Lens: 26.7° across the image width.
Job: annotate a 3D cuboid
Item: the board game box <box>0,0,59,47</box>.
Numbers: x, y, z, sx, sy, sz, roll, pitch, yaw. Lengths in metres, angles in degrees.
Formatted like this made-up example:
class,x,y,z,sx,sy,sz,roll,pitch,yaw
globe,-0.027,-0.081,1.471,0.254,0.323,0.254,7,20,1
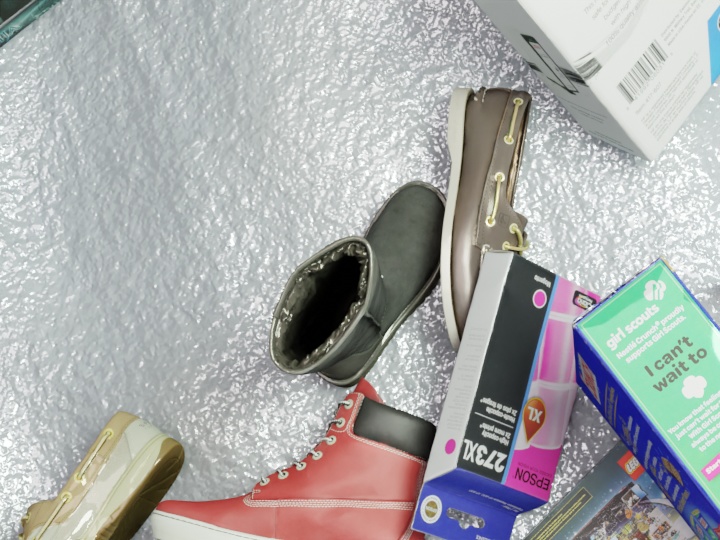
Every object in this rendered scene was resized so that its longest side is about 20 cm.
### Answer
class,x,y,z,sx,sy,sz,roll,pitch,yaw
board game box,-0.285,-0.279,1.267,0.199,0.028,0.136,-38,72,1

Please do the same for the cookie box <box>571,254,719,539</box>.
class,x,y,z,sx,sy,sz,roll,pitch,yaw
cookie box,0.221,0.108,0.956,0.075,0.171,0.201,-36,72,-2

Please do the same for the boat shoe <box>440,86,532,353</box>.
class,x,y,z,sx,sy,sz,roll,pitch,yaw
boat shoe,0.094,-0.039,1.111,0.059,0.072,0.203,-1,71,14

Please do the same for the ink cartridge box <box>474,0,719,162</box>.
class,x,y,z,sx,sy,sz,roll,pitch,yaw
ink cartridge box,0.175,-0.199,1.060,0.146,0.200,0.084,-51,37,-4

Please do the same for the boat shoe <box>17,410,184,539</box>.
class,x,y,z,sx,sy,sz,roll,pitch,yaw
boat shoe,-0.214,0.193,1.120,0.066,0.074,0.201,35,75,20

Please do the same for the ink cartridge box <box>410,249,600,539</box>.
class,x,y,z,sx,sy,sz,roll,pitch,yaw
ink cartridge box,0.103,0.096,1.065,0.037,0.094,0.203,6,76,54

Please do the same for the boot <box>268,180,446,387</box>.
class,x,y,z,sx,sy,sz,roll,pitch,yaw
boot,0.002,0.000,1.050,0.072,0.200,0.184,23,82,15

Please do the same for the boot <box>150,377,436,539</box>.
class,x,y,z,sx,sy,sz,roll,pitch,yaw
boot,-0.047,0.146,1.096,0.197,0.072,0.146,6,77,4

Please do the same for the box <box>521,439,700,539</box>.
class,x,y,z,sx,sy,sz,roll,pitch,yaw
box,0.225,0.172,1.049,0.200,0.038,0.137,-44,72,-1
